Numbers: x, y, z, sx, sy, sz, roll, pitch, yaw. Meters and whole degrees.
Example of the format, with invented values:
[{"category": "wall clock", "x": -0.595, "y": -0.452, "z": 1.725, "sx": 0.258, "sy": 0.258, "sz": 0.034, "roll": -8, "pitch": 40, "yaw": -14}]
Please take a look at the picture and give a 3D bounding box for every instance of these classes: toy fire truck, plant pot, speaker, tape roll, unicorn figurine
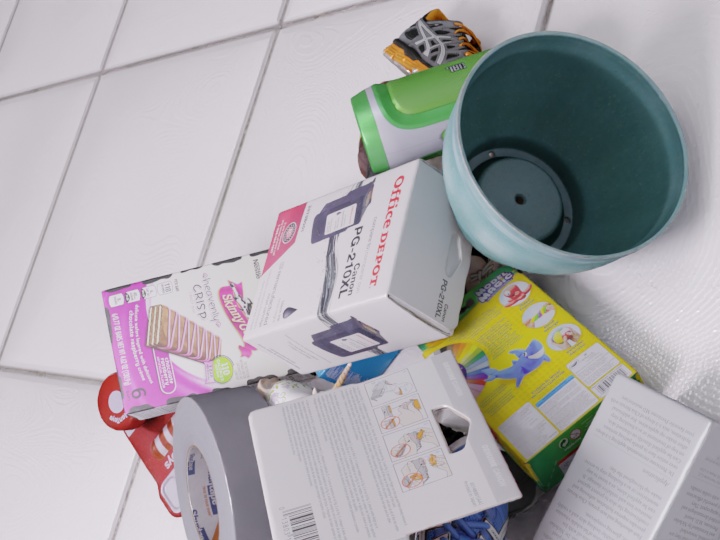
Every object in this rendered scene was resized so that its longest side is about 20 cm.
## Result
[{"category": "toy fire truck", "x": -0.182, "y": 0.151, "z": 1.419, "sx": 0.200, "sy": 0.112, "sz": 0.168, "roll": -50, "pitch": 62, "yaw": 20}, {"category": "plant pot", "x": 0.152, "y": -0.079, "z": 1.075, "sx": 0.134, "sy": 0.200, "sz": 0.200, "roll": 129, "pitch": 152, "yaw": -63}, {"category": "speaker", "x": 0.096, "y": -0.155, "z": 1.183, "sx": 0.200, "sy": 0.088, "sz": 0.088, "roll": -18, "pitch": 47, "yaw": 1}, {"category": "tape roll", "x": -0.123, "y": 0.215, "z": 1.242, "sx": 0.200, "sy": 0.066, "sz": 0.200, "roll": 171, "pitch": 90, "yaw": -68}, {"category": "unicorn figurine", "x": -0.033, "y": 0.137, "z": 1.196, "sx": 0.200, "sy": 0.137, "sz": 0.074, "roll": 0, "pitch": 68, "yaw": 51}]

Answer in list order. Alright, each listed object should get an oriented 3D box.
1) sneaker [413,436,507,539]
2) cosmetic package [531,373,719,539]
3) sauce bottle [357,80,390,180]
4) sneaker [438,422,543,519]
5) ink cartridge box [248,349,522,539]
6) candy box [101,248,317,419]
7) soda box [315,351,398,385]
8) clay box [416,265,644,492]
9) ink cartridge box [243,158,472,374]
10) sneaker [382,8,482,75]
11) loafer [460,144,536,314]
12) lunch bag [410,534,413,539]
[{"category": "sneaker", "x": 0.075, "y": 0.217, "z": 0.946, "sx": 0.077, "sy": 0.076, "sz": 0.200, "roll": 120, "pitch": 165, "yaw": -65}, {"category": "cosmetic package", "x": 0.196, "y": 0.189, "z": 0.935, "sx": 0.101, "sy": 0.071, "sz": 0.200, "roll": 30, "pitch": 93, "yaw": 54}, {"category": "sauce bottle", "x": 0.030, "y": -0.124, "z": 1.290, "sx": 0.066, "sy": 0.066, "sz": 0.200, "roll": -43, "pitch": 23, "yaw": 26}, {"category": "sneaker", "x": 0.058, "y": 0.162, "z": 1.075, "sx": 0.200, "sy": 0.079, "sz": 0.075, "roll": 0, "pitch": 35, "yaw": 30}, {"category": "ink cartridge box", "x": 0.014, "y": 0.152, "z": 0.971, "sx": 0.176, "sy": 0.045, "sz": 0.200, "roll": -16, "pitch": 30, "yaw": -3}, {"category": "candy box", "x": -0.156, "y": 0.066, "z": 1.336, "sx": 0.200, "sy": 0.061, "sz": 0.136, "roll": -14, "pitch": 78, "yaw": 3}, {"category": "soda box", "x": 0.027, "y": 0.021, "z": 1.255, "sx": 0.200, "sy": 0.064, "sz": 0.068, "roll": -52, "pitch": 37, "yaw": 14}, {"category": "clay box", "x": 0.136, "y": 0.082, "z": 1.067, "sx": 0.115, "sy": 0.048, "sz": 0.200, "roll": -38, "pitch": 36, "yaw": -3}, {"category": "ink cartridge box", "x": 0.000, "y": 0.000, "z": 1.164, "sx": 0.200, "sy": 0.084, "sz": 0.145, "roll": -18, "pitch": 49, "yaw": 45}, {"category": "sneaker", "x": 0.093, "y": -0.215, "z": 1.309, "sx": 0.077, "sy": 0.078, "sz": 0.200, "roll": -50, "pitch": 39, "yaw": 4}, {"category": "loafer", "x": 0.111, "y": -0.020, "z": 1.174, "sx": 0.072, "sy": 0.063, "sz": 0.200, "roll": 15, "pitch": 81, "yaw": 54}, {"category": "lunch bag", "x": 0.002, "y": 0.295, "z": 1.019, "sx": 0.118, "sy": 0.164, "sz": 0.200, "roll": 100, "pitch": 180, "yaw": -68}]
